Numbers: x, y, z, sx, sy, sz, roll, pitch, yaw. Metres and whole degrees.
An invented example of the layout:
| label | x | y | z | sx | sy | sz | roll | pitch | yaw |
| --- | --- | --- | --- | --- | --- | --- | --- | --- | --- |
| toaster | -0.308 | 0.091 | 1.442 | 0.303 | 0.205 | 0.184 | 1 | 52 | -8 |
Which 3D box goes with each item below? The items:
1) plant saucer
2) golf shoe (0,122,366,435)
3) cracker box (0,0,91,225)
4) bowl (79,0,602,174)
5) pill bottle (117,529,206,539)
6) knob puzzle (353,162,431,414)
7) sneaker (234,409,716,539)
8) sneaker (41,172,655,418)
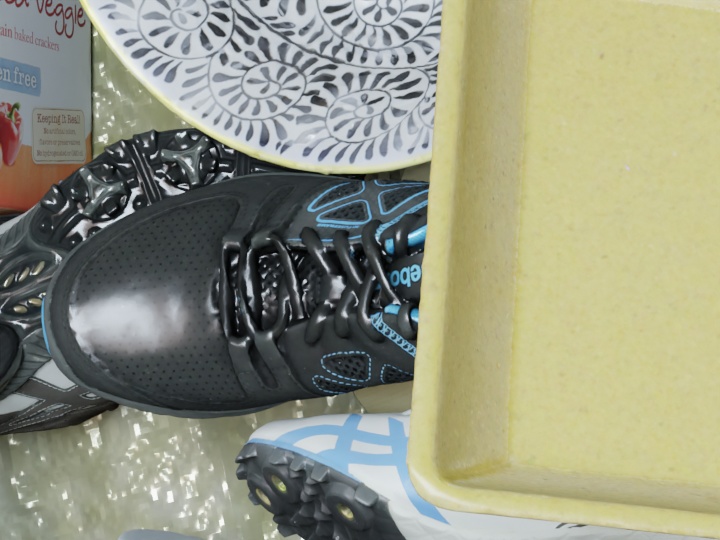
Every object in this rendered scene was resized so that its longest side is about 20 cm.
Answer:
| label | x | y | z | sx | sy | sz | roll | pitch | yaw |
| --- | --- | --- | --- | --- | --- | --- | --- | --- | --- |
| plant saucer | 0.114 | -0.012 | 0.653 | 0.198 | 0.049 | 0.202 | 7 | 64 | -2 |
| golf shoe | -0.085 | 0.007 | 0.816 | 0.198 | 0.094 | 0.078 | -15 | 78 | 6 |
| cracker box | -0.143 | -0.119 | 0.816 | 0.057 | 0.134 | 0.202 | -3 | 87 | 22 |
| bowl | 0.006 | -0.139 | 0.767 | 0.199 | 0.094 | 0.203 | 8 | 109 | 24 |
| pill bottle | -0.072 | 0.192 | 0.783 | 0.112 | 0.113 | 0.202 | 23 | 96 | 21 |
| knob puzzle | 0.089 | 0.008 | 0.770 | 0.218 | 0.030 | 0.222 | -2 | 86 | 24 |
| sneaker | 0.053 | 0.065 | 0.738 | 0.199 | 0.072 | 0.073 | 3 | 47 | 32 |
| sneaker | 0.000 | 0.000 | 0.721 | 0.198 | 0.082 | 0.074 | -6 | 82 | 4 |
